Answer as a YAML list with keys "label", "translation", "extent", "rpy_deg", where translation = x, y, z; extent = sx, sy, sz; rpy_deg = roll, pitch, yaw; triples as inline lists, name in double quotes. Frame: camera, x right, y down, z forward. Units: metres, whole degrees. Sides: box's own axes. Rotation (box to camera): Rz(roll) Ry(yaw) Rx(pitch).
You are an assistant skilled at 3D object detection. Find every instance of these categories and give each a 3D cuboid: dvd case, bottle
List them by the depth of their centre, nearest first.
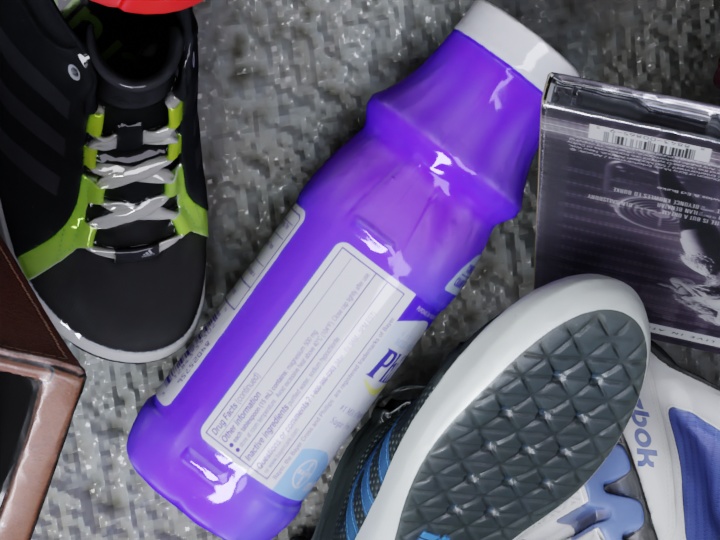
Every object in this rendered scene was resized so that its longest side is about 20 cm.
- label: "dvd case"
  translation: [0.131, -0.007, 0.764]
  extent: [0.147, 0.200, 0.016]
  rpy_deg: [12, 72, 8]
- label: "bottle"
  translation: [0.000, 0.000, 0.796]
  extent: [0.065, 0.084, 0.201]
  rpy_deg: [37, 91, 4]

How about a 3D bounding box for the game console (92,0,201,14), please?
- label: "game console"
  translation: [-0.113, -0.181, 0.682]
  extent: [0.199, 0.031, 0.178]
  rpy_deg: [17, 70, -16]

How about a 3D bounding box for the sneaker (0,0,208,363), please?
- label: "sneaker"
  translation: [-0.087, -0.056, 0.747]
  extent: [0.071, 0.083, 0.202]
  rpy_deg: [-14, 111, -15]

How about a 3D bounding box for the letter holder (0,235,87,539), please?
- label: "letter holder"
  translation: [-0.180, 0.026, 0.674]
  extent: [0.141, 0.200, 0.101]
  rpy_deg: [16, 101, -23]

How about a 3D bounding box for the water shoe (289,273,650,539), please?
- label: "water shoe"
  translation: [0.025, 0.063, 0.800]
  extent: [0.071, 0.079, 0.201]
  rpy_deg: [14, 125, -30]

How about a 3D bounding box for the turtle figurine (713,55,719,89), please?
- label: "turtle figurine"
  translation: [0.162, -0.112, 0.752]
  extent: [0.143, 0.200, 0.196]
  rpy_deg: [12, 89, -11]

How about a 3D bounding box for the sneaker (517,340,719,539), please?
- label: "sneaker"
  translation: [0.124, 0.106, 0.848]
  extent: [0.115, 0.080, 0.201]
  rpy_deg: [-19, 82, -33]
